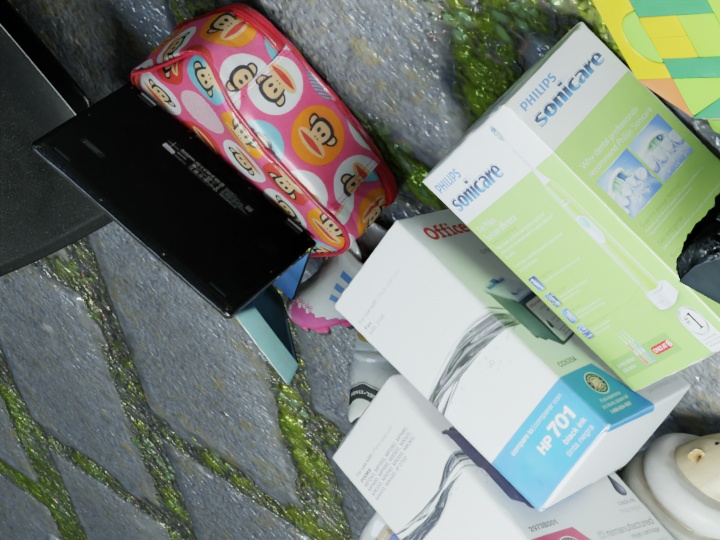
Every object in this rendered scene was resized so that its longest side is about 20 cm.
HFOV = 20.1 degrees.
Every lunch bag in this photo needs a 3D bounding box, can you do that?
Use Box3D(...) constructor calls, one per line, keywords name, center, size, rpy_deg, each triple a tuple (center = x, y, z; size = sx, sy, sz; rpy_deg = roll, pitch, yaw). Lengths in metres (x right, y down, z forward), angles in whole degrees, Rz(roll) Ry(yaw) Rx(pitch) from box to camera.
Box3D(name="lunch bag", center=(-0.080, -0.099, 1.530), size=(0.200, 0.082, 0.176), rpy_deg=(51, 155, -18))

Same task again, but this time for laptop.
Box3D(name="laptop", center=(-0.140, -0.033, 1.511), size=(0.187, 0.200, 0.116), rpy_deg=(40, 127, 6))

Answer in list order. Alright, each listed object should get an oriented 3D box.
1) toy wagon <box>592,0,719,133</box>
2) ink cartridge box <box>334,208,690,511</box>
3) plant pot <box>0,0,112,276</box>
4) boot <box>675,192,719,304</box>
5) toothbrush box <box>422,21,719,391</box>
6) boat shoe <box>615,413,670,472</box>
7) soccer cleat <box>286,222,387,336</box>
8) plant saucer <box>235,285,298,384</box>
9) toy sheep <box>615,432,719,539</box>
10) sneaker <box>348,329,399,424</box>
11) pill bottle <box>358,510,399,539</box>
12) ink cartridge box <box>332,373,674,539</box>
Box3D(name="toy wagon", center=(0.209, -0.139, 1.079), size=(0.200, 0.040, 0.155), rpy_deg=(6, 137, 54))
Box3D(name="ink cartridge box", center=(0.103, 0.052, 1.372), size=(0.200, 0.146, 0.086), rpy_deg=(45, 117, 17))
Box3D(name="plant pot", center=(-0.311, -0.100, 1.683), size=(0.200, 0.177, 0.200), rpy_deg=(51, -178, -17))
Box3D(name="boot", center=(0.254, 0.032, 1.162), size=(0.168, 0.076, 0.201), rpy_deg=(28, 129, 5))
Box3D(name="toothbrush box", center=(0.156, -0.035, 1.271), size=(0.200, 0.086, 0.146), rpy_deg=(43, 156, -2))
Box3D(name="boat shoe", center=(0.174, 0.119, 1.516), size=(0.075, 0.062, 0.200), rpy_deg=(46, 155, -3))
Box3D(name="soccer cleat", center=(0.000, 0.000, 1.601), size=(0.200, 0.070, 0.087), rpy_deg=(-5, 114, 55))
Box3D(name="plant saucer", center=(-0.078, 0.030, 1.597), size=(0.070, 0.019, 0.200), rpy_deg=(53, -175, -16))
Box3D(name="toy sheep", center=(0.228, 0.194, 1.459), size=(0.138, 0.138, 0.200), rpy_deg=(38, 117, 11))
Box3D(name="sneaker", center=(0.047, 0.106, 1.588), size=(0.075, 0.088, 0.200), rpy_deg=(3, 165, 35))
Box3D(name="pill bottle", center=(0.106, 0.261, 1.790), size=(0.200, 0.111, 0.111), rpy_deg=(39, 155, 11))
Box3D(name="ink cartridge box", center=(0.101, 0.159, 1.385), size=(0.200, 0.144, 0.084), rpy_deg=(49, 122, 26))
